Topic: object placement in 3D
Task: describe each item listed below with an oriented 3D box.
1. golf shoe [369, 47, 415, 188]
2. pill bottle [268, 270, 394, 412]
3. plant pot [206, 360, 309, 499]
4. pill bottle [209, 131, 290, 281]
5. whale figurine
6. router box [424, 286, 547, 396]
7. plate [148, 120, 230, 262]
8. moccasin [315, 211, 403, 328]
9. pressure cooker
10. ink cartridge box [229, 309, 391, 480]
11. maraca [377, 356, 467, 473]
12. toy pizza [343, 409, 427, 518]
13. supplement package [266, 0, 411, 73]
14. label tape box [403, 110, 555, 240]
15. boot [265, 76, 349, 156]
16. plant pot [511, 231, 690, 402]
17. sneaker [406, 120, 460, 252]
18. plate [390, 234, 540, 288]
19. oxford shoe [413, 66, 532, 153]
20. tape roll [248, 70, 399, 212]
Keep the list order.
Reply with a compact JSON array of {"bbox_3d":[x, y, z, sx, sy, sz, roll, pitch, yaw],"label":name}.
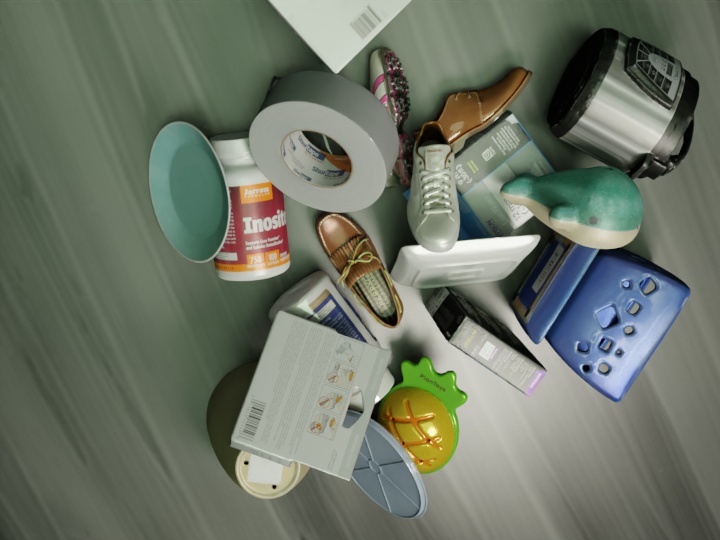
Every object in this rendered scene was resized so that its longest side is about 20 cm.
[{"bbox_3d":[0.027,-0.220,1.669,0.091,0.072,0.203,-4,95,23],"label":"golf shoe"},{"bbox_3d":[-0.039,0.110,1.719,0.111,0.111,0.201,-36,103,3],"label":"pill bottle"},{"bbox_3d":[-0.139,0.254,1.697,0.185,0.200,0.190,-1,104,-5],"label":"plant pot"},{"bbox_3d":[-0.165,-0.094,1.658,0.112,0.113,0.202,-7,104,-4],"label":"pill bottle"},{"bbox_3d":[0.300,-0.107,1.611,0.198,0.159,0.105,23,116,22],"label":"whale figurine"},{"bbox_3d":[0.181,0.099,1.692,0.148,0.200,0.051,34,97,-12],"label":"router box"},{"bbox_3d":[-0.237,-0.112,1.629,0.025,0.199,0.203,-16,108,-41],"label":"plate"},{"bbox_3d":[-0.001,0.001,1.714,0.073,0.078,0.203,-27,104,1],"label":"moccasin"},{"bbox_3d":[0.390,-0.233,1.650,0.199,0.179,0.177,28,99,-8],"label":"pressure cooker"},{"bbox_3d":[-0.068,0.176,1.597,0.172,0.044,0.202,20,67,0],"label":"ink cartridge box"},{"bbox_3d":[0.092,0.223,1.748,0.136,0.107,0.202,26,121,16],"label":"maraca"},{"bbox_3d":[0.032,0.289,1.741,0.032,0.199,0.202,-36,106,-30],"label":"toy pizza"},{"bbox_3d":[-0.037,-0.379,1.561,0.152,0.200,0.151,-43,103,5],"label":"supplement package"},{"bbox_3d":[0.185,-0.120,1.713,0.199,0.066,0.144,-39,104,2],"label":"label tape box"},{"bbox_3d":[-0.074,-0.183,1.681,0.130,0.070,0.203,-1,97,2],"label":"boot"},{"bbox_3d":[0.341,0.048,1.703,0.179,0.200,0.201,31,99,-5],"label":"plant pot"},{"bbox_3d":[0.097,-0.121,1.586,0.072,0.202,0.085,-5,145,1],"label":"sneaker"},{"bbox_3d":[0.148,-0.008,1.669,0.197,0.200,0.033,-5,78,-5],"label":"plate"},{"bbox_3d":[0.164,-0.240,1.682,0.199,0.071,0.071,-38,100,5],"label":"oxford shoe"},{"bbox_3d":[-0.049,-0.172,1.559,0.198,0.067,0.201,15,143,11],"label":"tape roll"}]
